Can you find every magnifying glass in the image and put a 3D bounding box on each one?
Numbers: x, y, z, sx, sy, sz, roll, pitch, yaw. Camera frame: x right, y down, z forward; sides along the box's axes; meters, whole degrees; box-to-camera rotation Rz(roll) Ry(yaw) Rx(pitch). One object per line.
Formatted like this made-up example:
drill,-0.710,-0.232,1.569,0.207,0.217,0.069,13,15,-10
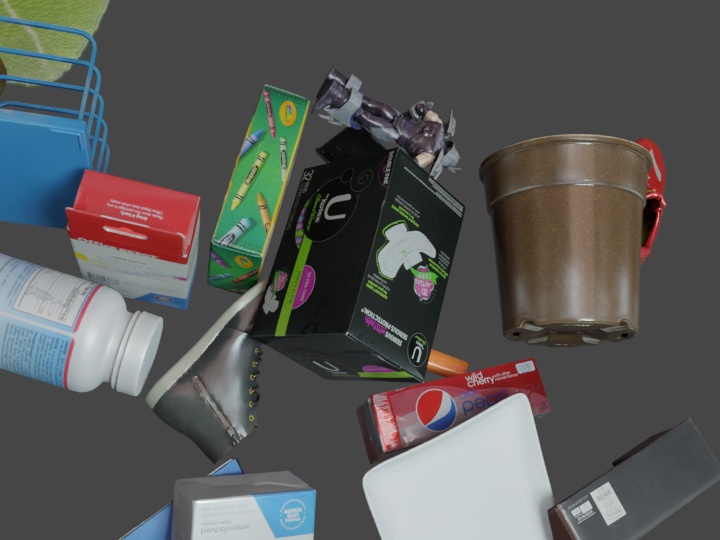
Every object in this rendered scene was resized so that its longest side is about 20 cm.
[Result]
magnifying glass,0.027,0.082,0.956,0.198,0.022,0.080,20,66,-2

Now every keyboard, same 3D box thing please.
keyboard,0.020,-0.081,1.019,0.200,0.021,0.127,46,61,8

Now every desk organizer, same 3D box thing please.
desk organizer,0.287,0.243,0.909,0.198,0.077,0.072,-24,75,-24

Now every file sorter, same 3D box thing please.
file sorter,-0.336,-0.145,0.870,0.137,0.200,0.124,7,63,-9

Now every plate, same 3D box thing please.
plate,0.107,0.249,0.861,0.198,0.032,0.202,-22,105,-20

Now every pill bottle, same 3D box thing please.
pill bottle,-0.306,0.057,0.843,0.198,0.109,0.110,18,66,-5

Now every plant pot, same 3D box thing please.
plant pot,0.234,-0.022,0.959,0.197,0.200,0.201,4,76,-10

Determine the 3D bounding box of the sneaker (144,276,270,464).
sneaker,-0.121,0.101,0.893,0.106,0.075,0.200,43,75,1

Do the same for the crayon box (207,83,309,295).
crayon box,-0.114,-0.087,0.937,0.058,0.119,0.202,16,66,-5

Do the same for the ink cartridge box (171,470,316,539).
ink cartridge box,-0.107,0.289,0.744,0.115,0.068,0.203,2,92,-27

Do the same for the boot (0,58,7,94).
boot,-0.501,-0.234,0.948,0.198,0.074,0.076,16,47,-10

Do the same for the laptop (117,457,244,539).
laptop,-0.139,0.317,0.772,0.186,0.116,0.201,-33,79,-21

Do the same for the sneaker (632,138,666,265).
sneaker,0.356,-0.086,1.058,0.076,0.085,0.202,20,66,-4

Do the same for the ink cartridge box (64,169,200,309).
ink cartridge box,-0.223,-0.033,0.846,0.115,0.200,0.068,13,66,-7

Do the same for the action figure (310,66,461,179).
action figure,0.040,-0.174,1.025,0.198,0.070,0.131,28,45,-11

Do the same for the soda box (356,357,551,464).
soda box,0.100,0.152,0.915,0.197,0.070,0.064,-10,71,-16

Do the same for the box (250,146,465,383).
box,0.000,0.000,0.869,0.124,0.147,0.202,35,62,-38
